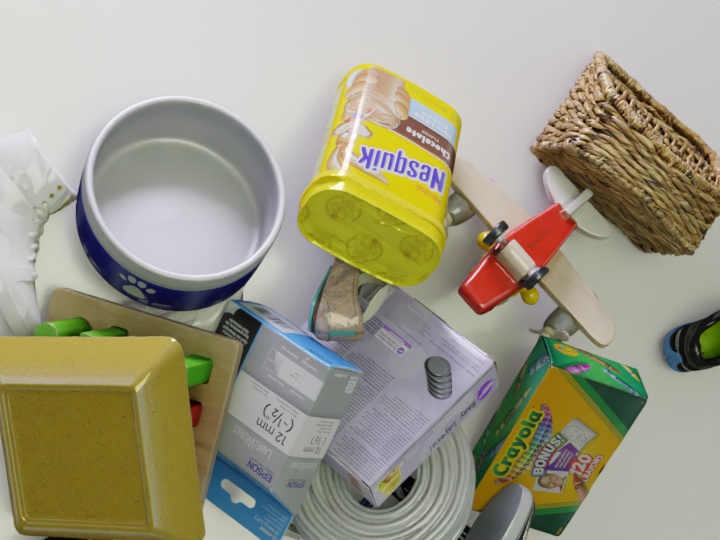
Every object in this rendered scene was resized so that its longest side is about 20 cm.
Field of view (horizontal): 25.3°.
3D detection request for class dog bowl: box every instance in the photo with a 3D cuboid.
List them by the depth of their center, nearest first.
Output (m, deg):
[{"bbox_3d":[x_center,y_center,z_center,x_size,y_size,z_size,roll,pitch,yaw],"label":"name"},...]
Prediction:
[{"bbox_3d":[-0.177,-0.065,1.570,0.198,0.079,0.202,8,63,-16],"label":"dog bowl"}]

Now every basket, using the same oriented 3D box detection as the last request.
[{"bbox_3d":[0.311,-0.131,1.729,0.200,0.143,0.150,40,80,-14],"label":"basket"}]

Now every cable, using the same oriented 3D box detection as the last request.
[{"bbox_3d":[0.019,0.209,1.638,0.198,0.069,0.201,26,72,16],"label":"cable"}]

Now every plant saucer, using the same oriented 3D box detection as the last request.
[{"bbox_3d":[-0.251,0.163,1.474,0.198,0.048,0.202,-1,105,17],"label":"plant saucer"}]

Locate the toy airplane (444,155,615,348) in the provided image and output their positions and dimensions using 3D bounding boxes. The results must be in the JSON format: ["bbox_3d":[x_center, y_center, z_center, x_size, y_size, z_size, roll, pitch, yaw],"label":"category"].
[{"bbox_3d":[0.172,-0.018,1.705,0.197,0.141,0.202,14,50,-27],"label":"toy airplane"}]

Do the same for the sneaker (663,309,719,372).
[{"bbox_3d":[0.436,0.063,1.800,0.198,0.083,0.071,-24,98,-16],"label":"sneaker"}]

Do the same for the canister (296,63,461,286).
[{"bbox_3d":[0.024,-0.101,1.619,0.147,0.087,0.201,27,45,-14],"label":"canister"}]

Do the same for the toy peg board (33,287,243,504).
[{"bbox_3d":[-0.239,0.140,1.525,0.198,0.098,0.202,16,94,12],"label":"toy peg board"}]

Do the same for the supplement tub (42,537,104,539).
[{"bbox_3d":[-0.260,0.357,1.571,0.106,0.107,0.202,-24,98,-16],"label":"supplement tub"}]

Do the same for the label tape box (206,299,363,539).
[{"bbox_3d":[-0.104,0.151,1.569,0.066,0.143,0.202,16,102,-57],"label":"label tape box"}]

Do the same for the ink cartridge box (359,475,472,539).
[{"bbox_3d":[0.081,0.306,1.710,0.200,0.044,0.094,41,80,-14],"label":"ink cartridge box"}]

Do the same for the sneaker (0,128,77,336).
[{"bbox_3d":[-0.323,-0.037,1.566,0.115,0.074,0.202,-22,95,-13],"label":"sneaker"}]

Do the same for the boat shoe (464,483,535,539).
[{"bbox_3d":[0.138,0.322,1.670,0.066,0.070,0.202,28,86,-22],"label":"boat shoe"}]

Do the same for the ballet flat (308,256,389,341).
[{"bbox_3d":[0.000,0.000,1.627,0.066,0.069,0.201,8,47,9],"label":"ballet flat"}]

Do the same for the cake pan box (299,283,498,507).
[{"bbox_3d":[0.009,0.110,1.621,0.199,0.053,0.184,36,69,29],"label":"cake pan box"}]

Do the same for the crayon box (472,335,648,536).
[{"bbox_3d":[0.200,0.176,1.689,0.118,0.058,0.201,19,118,-16],"label":"crayon box"}]

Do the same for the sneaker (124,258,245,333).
[{"bbox_3d":[-0.190,0.050,1.607,0.099,0.075,0.201,41,79,-14],"label":"sneaker"}]
